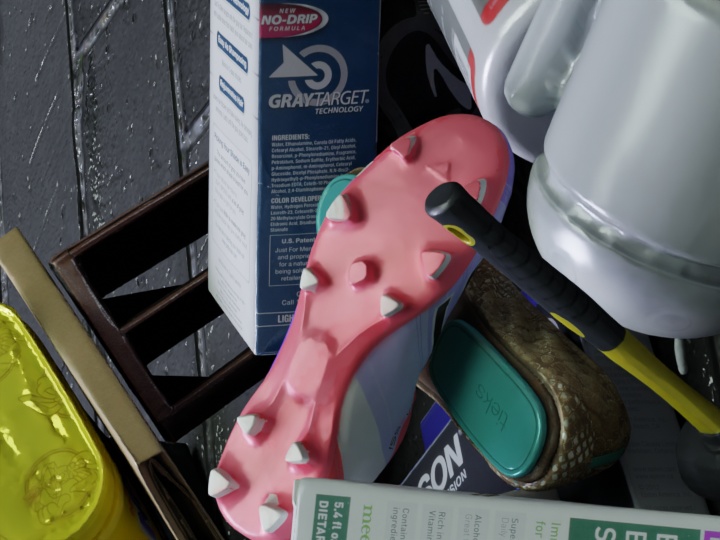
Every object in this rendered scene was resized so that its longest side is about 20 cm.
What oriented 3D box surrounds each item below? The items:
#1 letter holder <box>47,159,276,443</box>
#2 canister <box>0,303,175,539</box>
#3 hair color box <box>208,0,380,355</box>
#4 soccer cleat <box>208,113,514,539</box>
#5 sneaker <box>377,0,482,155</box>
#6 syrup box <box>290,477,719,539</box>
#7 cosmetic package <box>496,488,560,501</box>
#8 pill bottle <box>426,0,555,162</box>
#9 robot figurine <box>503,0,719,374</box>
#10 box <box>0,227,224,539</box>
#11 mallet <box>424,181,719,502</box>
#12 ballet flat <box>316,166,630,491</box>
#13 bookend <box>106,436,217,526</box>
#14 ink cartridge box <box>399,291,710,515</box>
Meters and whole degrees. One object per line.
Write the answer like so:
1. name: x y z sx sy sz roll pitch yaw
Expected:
1. letter holder: -0.075 0.010 1.322 0.101 0.142 0.200 56 174 4
2. canister: -0.159 0.119 1.264 0.149 0.087 0.200 55 175 28
3. hair color box: -0.032 -0.071 1.145 0.100 0.060 0.200 -133 42 -65
4. soccer cleat: 0.006 0.026 1.010 0.067 0.076 0.200 31 97 25
5. sneaker: 0.036 -0.037 1.160 0.083 0.071 0.200 -122 29 -71
6. syrup box: 0.076 0.127 0.928 0.081 0.200 0.079 29 -114 -77
7. cosmetic package: 0.059 0.200 1.021 0.102 0.074 0.200 -33 73 50
8. pill bottle: 0.079 -0.148 1.089 0.114 0.114 0.200 -63 32 34
9. robot figurine: 0.135 -0.057 0.955 0.170 0.113 0.200 35 118 23
10. box: -0.115 0.085 1.246 0.200 0.021 0.164 51 172 46
11. mallet: 0.106 0.030 0.919 0.066 0.200 0.041 7 62 54
12. ballet flat: 0.049 0.026 1.054 0.200 0.065 0.071 54 127 41
13. bookend: -0.151 0.238 1.464 0.200 0.092 0.199 -66 32 32
14. ink cartridge box: 0.073 0.095 1.117 0.198 0.043 0.200 -56 36 42
